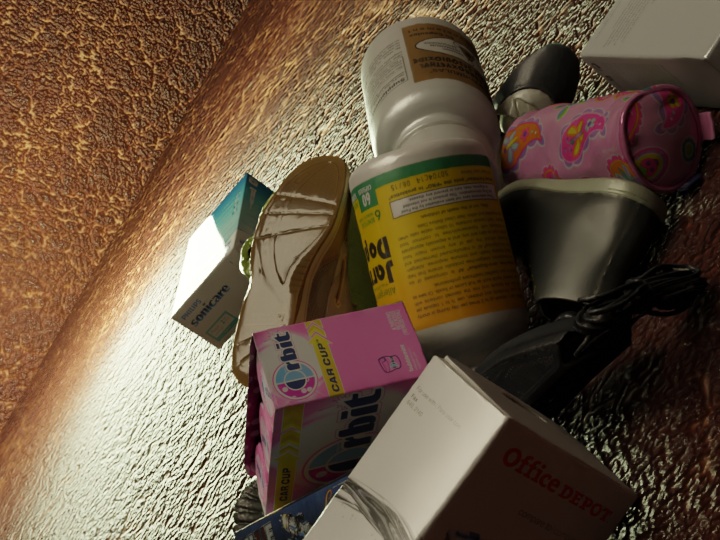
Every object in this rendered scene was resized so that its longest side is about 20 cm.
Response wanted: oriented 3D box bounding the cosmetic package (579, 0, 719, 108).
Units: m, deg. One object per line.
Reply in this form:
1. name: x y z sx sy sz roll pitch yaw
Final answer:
1. cosmetic package: 0.264 -0.186 1.044 0.102 0.074 0.200 -56 21 -1

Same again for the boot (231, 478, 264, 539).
1. boot: -0.064 0.246 1.125 0.158 0.079 0.211 -27 23 43

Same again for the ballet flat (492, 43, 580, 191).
1. ballet flat: 0.139 -0.120 1.251 0.200 0.073 0.073 -52 18 32

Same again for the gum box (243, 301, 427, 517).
1. gum box: -0.023 0.115 0.997 0.200 0.113 0.066 99 155 -53

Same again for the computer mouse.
1. computer mouse: 0.133 0.055 0.910 0.138 0.053 0.200 -13 -28 -48

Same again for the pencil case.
1. pencil case: 0.191 -0.097 1.067 0.088 0.087 0.200 -61 20 -13

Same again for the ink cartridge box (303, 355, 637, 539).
1. ink cartridge box: 0.054 0.175 0.831 0.200 0.146 0.086 -54 38 5

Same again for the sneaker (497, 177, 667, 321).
1. sneaker: 0.144 -0.011 1.046 0.107 0.075 0.200 -62 21 -16

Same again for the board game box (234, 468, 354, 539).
1. board game box: 0.012 0.175 0.964 0.200 0.135 0.035 -37 60 51

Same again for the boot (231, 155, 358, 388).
1. boot: -0.022 0.025 1.088 0.072 0.155 0.201 -1 66 32

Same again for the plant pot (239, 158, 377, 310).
1. plant pot: 0.000 0.000 1.206 0.200 0.190 0.200 -47 22 25

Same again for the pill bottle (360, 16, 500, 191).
1. pill bottle: 0.064 -0.131 1.193 0.114 0.114 0.200 -46 30 27

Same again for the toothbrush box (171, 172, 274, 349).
1. toothbrush box: -0.172 -0.015 1.816 0.146 0.085 0.200 -46 20 25

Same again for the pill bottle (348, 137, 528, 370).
1. pill bottle: 0.065 0.009 1.026 0.113 0.112 0.201 -25 76 57
